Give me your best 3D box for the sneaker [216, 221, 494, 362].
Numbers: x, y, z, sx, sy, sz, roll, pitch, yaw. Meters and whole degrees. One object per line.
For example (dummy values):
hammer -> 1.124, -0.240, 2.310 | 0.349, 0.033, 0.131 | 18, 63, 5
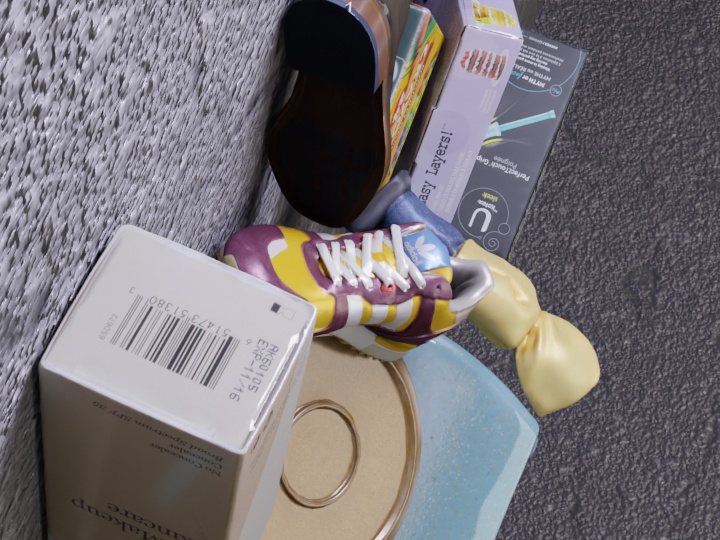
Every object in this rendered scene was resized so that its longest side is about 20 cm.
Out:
sneaker -> 0.000, 0.000, 0.979 | 0.090, 0.075, 0.200 | -31, 159, 25

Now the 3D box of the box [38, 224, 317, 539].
box -> -0.084, 0.077, 0.749 | 0.200, 0.095, 0.078 | 102, 12, -57

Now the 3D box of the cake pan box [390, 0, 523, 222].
cake pan box -> 0.061, -0.143, 1.307 | 0.184, 0.052, 0.201 | -92, -161, -56

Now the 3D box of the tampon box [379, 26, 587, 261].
tampon box -> 0.096, -0.117, 1.520 | 0.126, 0.149, 0.201 | 71, 41, -81

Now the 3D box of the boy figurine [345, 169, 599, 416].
boy figurine -> 0.082, 0.016, 1.170 | 0.064, 0.200, 0.124 | -45, -179, 5

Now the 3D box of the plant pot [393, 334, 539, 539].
plant pot -> 0.011, 0.121, 1.197 | 0.196, 0.199, 0.197 | 180, -68, -87

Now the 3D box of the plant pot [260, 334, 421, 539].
plant pot -> -0.032, 0.112, 1.038 | 0.027, 0.200, 0.201 | 3, -116, 50

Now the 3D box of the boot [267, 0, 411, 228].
boot -> 0.000, -0.110, 0.950 | 0.200, 0.074, 0.097 | 101, 15, -56

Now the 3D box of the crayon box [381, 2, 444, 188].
crayon box -> 0.010, -0.118, 1.162 | 0.200, 0.051, 0.127 | -27, 139, -83
